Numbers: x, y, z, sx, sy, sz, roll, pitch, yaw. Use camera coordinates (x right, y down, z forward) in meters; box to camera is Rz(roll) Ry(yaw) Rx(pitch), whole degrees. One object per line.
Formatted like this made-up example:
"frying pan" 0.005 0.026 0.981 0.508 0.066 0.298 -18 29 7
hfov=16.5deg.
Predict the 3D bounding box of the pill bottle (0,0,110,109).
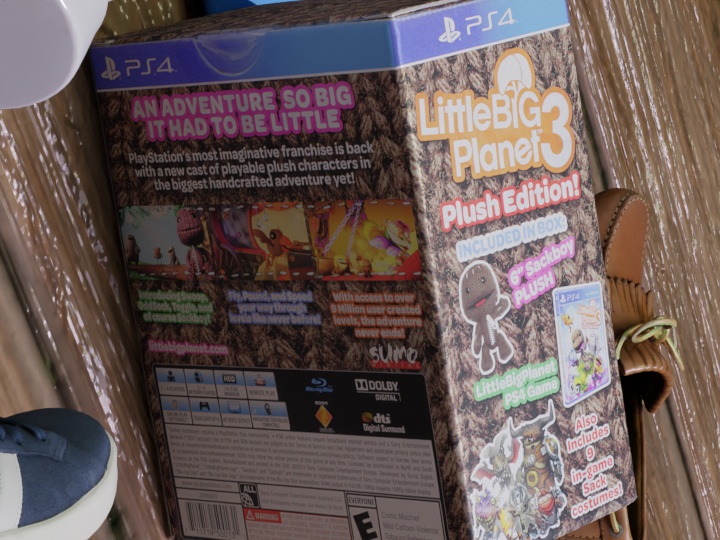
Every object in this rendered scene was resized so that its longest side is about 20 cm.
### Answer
"pill bottle" -0.103 -0.157 0.817 0.120 0.119 0.200 57 40 -42

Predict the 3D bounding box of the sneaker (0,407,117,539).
"sneaker" -0.143 0.055 0.761 0.200 0.075 0.085 -23 111 -60

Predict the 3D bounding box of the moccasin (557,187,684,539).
"moccasin" 0.130 0.053 1.265 0.074 0.078 0.202 47 47 -50

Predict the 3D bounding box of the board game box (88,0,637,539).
"board game box" 0.000 0.000 0.926 0.097 0.159 0.200 -18 104 -45

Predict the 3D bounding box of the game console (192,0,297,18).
"game console" -0.029 -0.179 1.063 0.171 0.118 0.200 -21 107 -28
